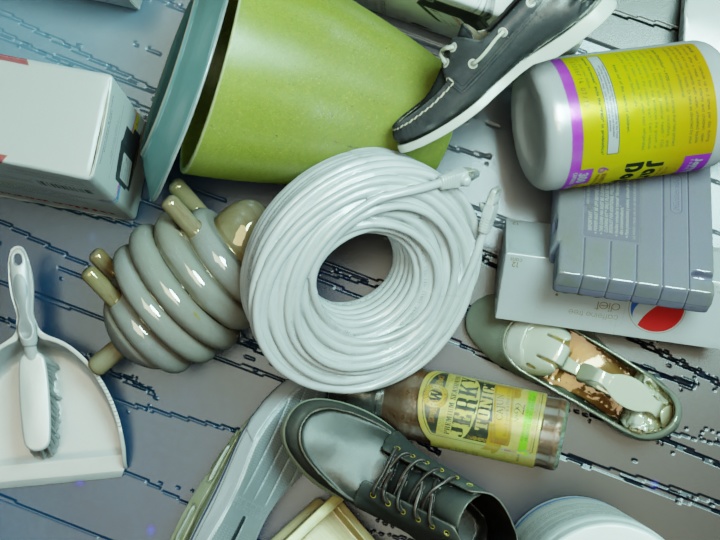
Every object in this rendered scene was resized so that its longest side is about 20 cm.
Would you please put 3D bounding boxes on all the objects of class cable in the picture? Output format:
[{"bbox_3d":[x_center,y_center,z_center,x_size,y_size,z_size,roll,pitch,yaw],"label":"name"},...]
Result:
[{"bbox_3d":[0.000,0.000,1.157,0.199,0.069,0.201,-1,117,-26],"label":"cable"}]

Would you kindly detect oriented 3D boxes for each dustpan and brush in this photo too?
[{"bbox_3d":[-0.275,0.081,1.230,0.139,0.057,0.201,-6,86,1],"label":"dustpan and brush"}]

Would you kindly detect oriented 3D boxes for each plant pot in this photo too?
[{"bbox_3d":[-0.027,-0.144,1.195,0.199,0.187,0.188,15,86,-14],"label":"plant pot"}]

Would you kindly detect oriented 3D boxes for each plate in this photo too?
[{"bbox_3d":[-0.145,-0.153,1.174,0.025,0.200,0.201,18,87,-12],"label":"plate"}]

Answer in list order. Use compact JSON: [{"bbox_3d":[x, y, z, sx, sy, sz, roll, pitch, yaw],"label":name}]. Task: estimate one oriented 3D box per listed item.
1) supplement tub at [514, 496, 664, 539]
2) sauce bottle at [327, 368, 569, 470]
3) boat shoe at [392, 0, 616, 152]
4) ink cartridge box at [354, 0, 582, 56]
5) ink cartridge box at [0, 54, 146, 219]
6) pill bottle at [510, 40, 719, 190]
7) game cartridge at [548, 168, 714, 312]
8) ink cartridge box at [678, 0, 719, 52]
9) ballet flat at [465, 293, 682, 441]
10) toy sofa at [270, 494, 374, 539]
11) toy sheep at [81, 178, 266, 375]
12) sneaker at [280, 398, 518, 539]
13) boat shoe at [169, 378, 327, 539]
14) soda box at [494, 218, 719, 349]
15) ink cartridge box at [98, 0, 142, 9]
[{"bbox_3d":[0.179,0.249,1.139,0.131,0.200,0.133,0,86,2],"label":"supplement tub"},{"bbox_3d":[0.072,0.118,1.217,0.199,0.065,0.065,10,86,7],"label":"sauce bottle"},{"bbox_3d":[0.097,-0.164,1.105,0.200,0.074,0.060,-35,104,21],"label":"boat shoe"},{"bbox_3d":[0.095,-0.240,1.201,0.199,0.145,0.084,20,87,2],"label":"ink cartridge box"},{"bbox_3d":[-0.258,-0.107,1.174,0.145,0.200,0.083,11,84,2],"label":"ink cartridge box"},{"bbox_3d":[0.227,-0.126,1.162,0.199,0.104,0.105,-8,86,-10],"label":"pill bottle"},{"bbox_3d":[0.221,-0.058,1.194,0.129,0.038,0.201,6,51,5],"label":"game cartridge"},{"bbox_3d":[0.355,-0.232,1.245,0.162,0.057,0.201,4,91,2],"label":"ink cartridge box"},{"bbox_3d":[0.180,0.077,1.219,0.199,0.064,0.068,30,87,3],"label":"ballet flat"},{"bbox_3d":[0.004,0.287,1.209,0.083,0.098,0.200,-40,86,-26],"label":"toy sofa"},{"bbox_3d":[-0.150,0.015,1.200,0.200,0.138,0.138,-39,86,13],"label":"toy sheep"},{"bbox_3d":[0.035,0.162,1.149,0.200,0.106,0.075,33,75,-13],"label":"sneaker"},{"bbox_3d":[-0.099,0.170,1.218,0.062,0.072,0.201,18,71,45],"label":"boat shoe"},{"bbox_3d":[0.213,0.011,1.211,0.199,0.068,0.064,7,118,2],"label":"soda box"},{"bbox_3d":[-0.272,-0.317,1.245,0.199,0.085,0.145,12,87,3],"label":"ink cartridge box"}]
